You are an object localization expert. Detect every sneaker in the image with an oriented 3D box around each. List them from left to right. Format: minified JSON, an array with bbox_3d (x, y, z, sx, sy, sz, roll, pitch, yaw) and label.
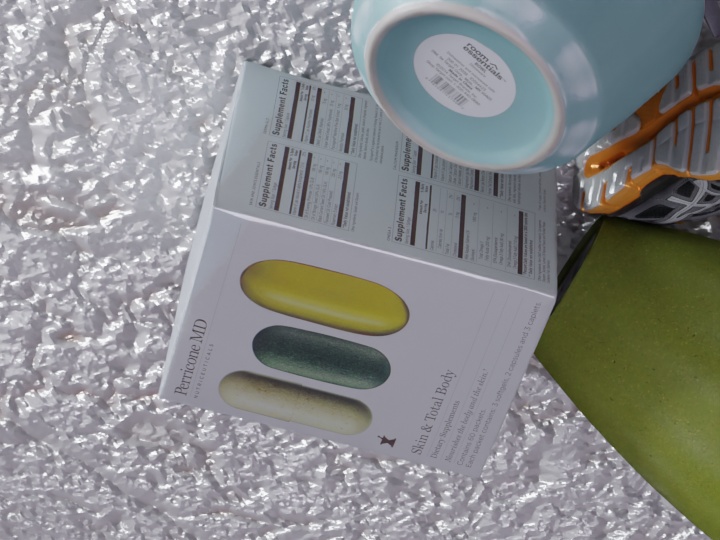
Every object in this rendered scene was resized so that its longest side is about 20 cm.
[{"bbox_3d":[0.204,-0.072,1.136,0.077,0.079,0.200,18,163,-24],"label":"sneaker"}]

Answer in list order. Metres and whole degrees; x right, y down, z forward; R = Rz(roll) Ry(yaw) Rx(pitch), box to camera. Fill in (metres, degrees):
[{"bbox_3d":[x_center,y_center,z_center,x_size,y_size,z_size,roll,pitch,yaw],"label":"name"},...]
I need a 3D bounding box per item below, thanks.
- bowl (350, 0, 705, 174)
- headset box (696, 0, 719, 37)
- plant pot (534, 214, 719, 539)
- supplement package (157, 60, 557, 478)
[{"bbox_3d":[0.074,-0.129,1.067,0.200,0.105,0.201,19,144,14],"label":"bowl"},{"bbox_3d":[0.227,-0.225,1.042,0.199,0.075,0.149,-20,124,19],"label":"headset box"},{"bbox_3d":[0.209,0.056,1.212,0.199,0.187,0.188,32,125,0],"label":"plant pot"},{"bbox_3d":[0.000,0.000,1.184,0.199,0.151,0.152,15,128,-6],"label":"supplement package"}]
